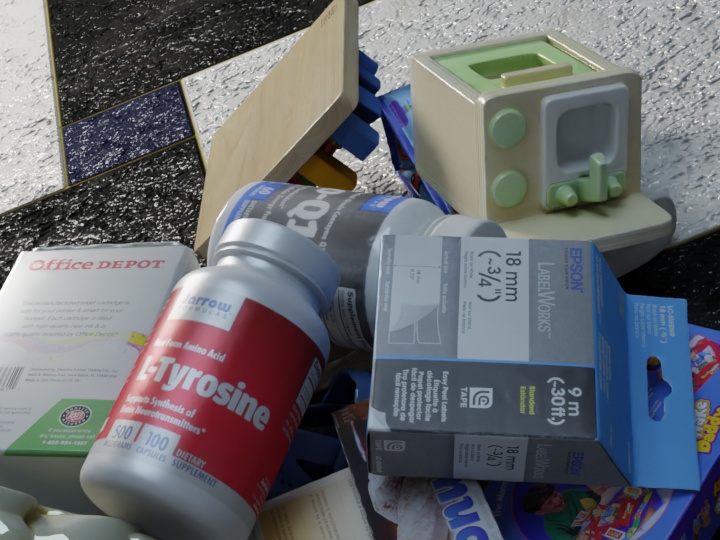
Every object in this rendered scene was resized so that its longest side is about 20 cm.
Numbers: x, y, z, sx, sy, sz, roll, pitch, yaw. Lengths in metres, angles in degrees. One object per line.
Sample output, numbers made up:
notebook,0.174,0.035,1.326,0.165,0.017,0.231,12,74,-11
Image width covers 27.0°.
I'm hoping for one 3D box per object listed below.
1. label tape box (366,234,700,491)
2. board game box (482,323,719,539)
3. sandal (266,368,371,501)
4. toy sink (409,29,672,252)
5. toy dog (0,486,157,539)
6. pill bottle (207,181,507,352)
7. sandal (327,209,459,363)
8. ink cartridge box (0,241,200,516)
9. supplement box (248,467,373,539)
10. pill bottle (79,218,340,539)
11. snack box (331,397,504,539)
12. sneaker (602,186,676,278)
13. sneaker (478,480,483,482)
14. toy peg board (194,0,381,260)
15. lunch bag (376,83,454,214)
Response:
label tape box,0.107,0.053,0.914,0.199,0.063,0.145,2,55,4
board game box,0.174,0.120,0.961,0.134,0.045,0.200,15,55,42
sandal,-0.047,0.131,1.056,0.200,0.087,0.080,-29,36,-8
toy sink,0.134,-0.101,1.128,0.130,0.112,0.200,-12,28,-15
toy dog,-0.208,0.242,0.911,0.193,0.140,0.201,13,76,9
pill bottle,0.000,0.000,1.074,0.199,0.114,0.114,8,43,31
sandal,0.056,0.019,1.165,0.211,0.078,0.070,-36,52,-9
ink cartridge box,-0.202,0.077,1.076,0.145,0.088,0.200,-1,45,17
supplement box,-0.032,0.207,0.949,0.199,0.074,0.126,-22,34,-2
pill bottle,-0.088,0.072,0.957,0.112,0.112,0.200,5,58,34
snack box,0.038,0.142,0.914,0.072,0.024,0.200,-20,35,-2
sneaker,0.147,-0.013,1.165,0.200,0.075,0.088,-26,35,-26
sneaker,0.097,0.085,1.066,0.200,0.075,0.088,-27,23,-22
toy peg board,-0.042,-0.108,1.319,0.199,0.098,0.200,-44,25,26
lunch bag,0.122,-0.091,1.286,0.150,0.094,0.200,-23,44,-6
